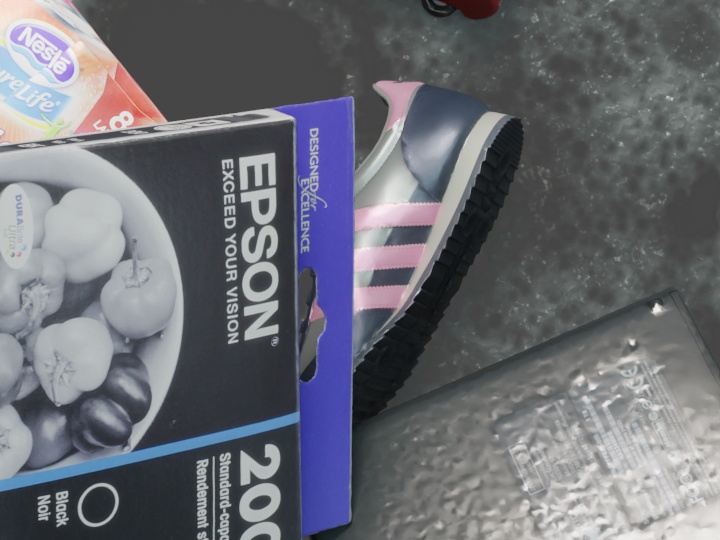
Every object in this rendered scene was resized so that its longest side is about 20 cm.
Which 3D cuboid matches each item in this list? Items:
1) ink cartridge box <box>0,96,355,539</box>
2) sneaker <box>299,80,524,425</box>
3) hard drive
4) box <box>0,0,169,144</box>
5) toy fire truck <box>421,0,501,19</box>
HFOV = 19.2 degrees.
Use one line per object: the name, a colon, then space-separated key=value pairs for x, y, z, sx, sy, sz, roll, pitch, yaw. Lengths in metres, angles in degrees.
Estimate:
ink cartridge box: x=-0.071 y=0.037 z=0.857 sx=0.200 sy=0.043 sz=0.198 roll=-12 pitch=109 yaw=-37
sneaker: x=0.000 y=0.000 z=1.034 sx=0.082 sy=0.070 sz=0.200 roll=28 pitch=81 yaw=21
hard drive: x=0.078 y=0.105 z=0.955 sx=0.200 sy=0.033 sz=0.140 roll=-23 pitch=58 yaw=0
box: x=-0.149 y=-0.047 z=0.944 sx=0.103 sy=0.200 sz=0.095 roll=-39 pitch=87 yaw=-11
toy fire truck: x=-0.003 y=-0.222 z=1.061 sx=0.200 sy=0.049 sz=0.141 roll=21 pitch=80 yaw=-4
